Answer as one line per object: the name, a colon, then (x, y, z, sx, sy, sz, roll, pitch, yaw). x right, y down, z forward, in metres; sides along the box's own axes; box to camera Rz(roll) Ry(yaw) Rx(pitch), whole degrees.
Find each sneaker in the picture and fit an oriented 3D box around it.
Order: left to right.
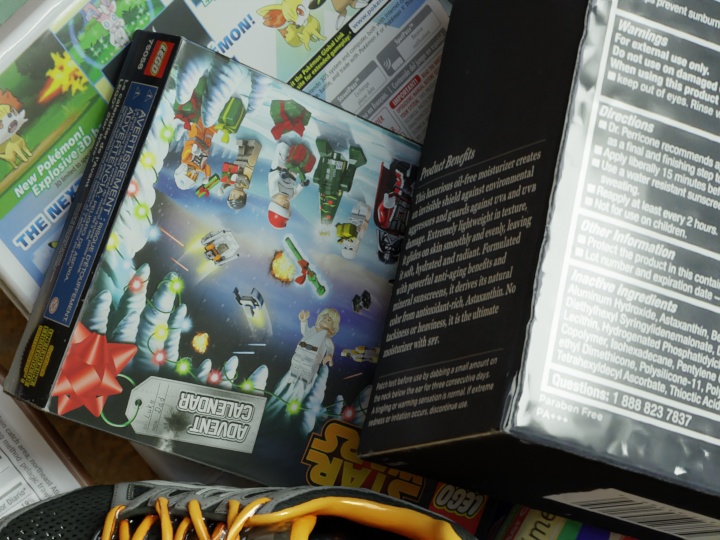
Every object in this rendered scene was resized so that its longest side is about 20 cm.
sneaker: (-0.044, 0.104, 0.825, 0.199, 0.077, 0.079, 0, 69, 2)

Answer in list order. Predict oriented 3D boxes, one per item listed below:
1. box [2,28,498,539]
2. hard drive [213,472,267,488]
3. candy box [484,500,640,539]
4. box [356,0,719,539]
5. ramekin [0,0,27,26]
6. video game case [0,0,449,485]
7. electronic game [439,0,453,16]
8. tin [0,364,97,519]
box: (-0.017, 0.012, 0.867, 0.200, 0.040, 0.137, 21, 88, -34)
hard drive: (0.000, 0.000, 0.946, 0.200, 0.025, 0.132, -30, 86, -20)
candy box: (0.128, 0.164, 0.911, 0.200, 0.077, 0.169, 33, 64, -2)
box: (0.127, -0.007, 0.840, 0.199, 0.123, 0.199, 18, 75, -22)
ramekin: (-0.103, -0.144, 0.947, 0.199, 0.098, 0.201, 6, 67, -15)
video game case: (-0.048, -0.047, 0.874, 0.200, 0.022, 0.183, -46, 119, -17)
electronic game: (0.073, -0.163, 1.031, 0.199, 0.042, 0.201, 2, 84, -15)
tin: (-0.139, 0.112, 0.868, 0.112, 0.042, 0.200, -35, 83, -31)
